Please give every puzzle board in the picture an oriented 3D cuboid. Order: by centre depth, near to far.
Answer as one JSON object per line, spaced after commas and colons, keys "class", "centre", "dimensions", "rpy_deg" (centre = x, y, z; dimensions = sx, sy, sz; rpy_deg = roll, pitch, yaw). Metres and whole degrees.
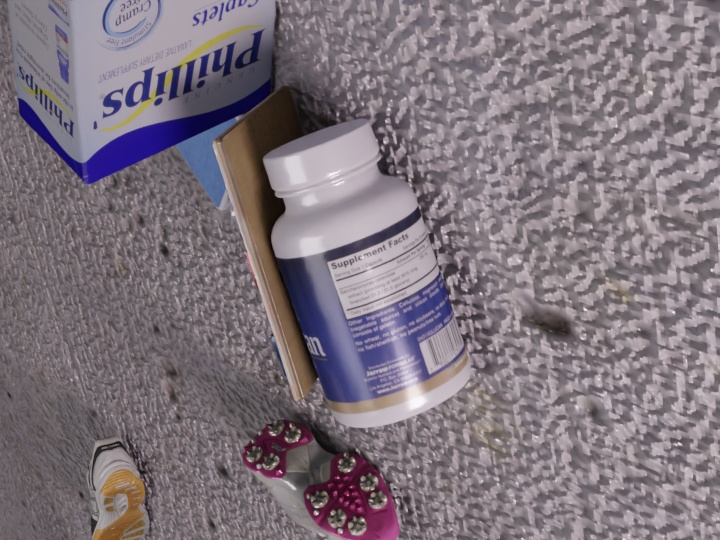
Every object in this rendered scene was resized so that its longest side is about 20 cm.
{"class": "puzzle board", "centre": [-0.055, -0.024, 1.038], "dimensions": [0.017, 0.151, 0.203], "rpy_deg": [-10, 108, 20]}

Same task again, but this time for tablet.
{"class": "tablet", "centre": [-0.160, -0.163, 1.214], "dimensions": [0.201, 0.014, 0.130], "rpy_deg": [56, 150, 16]}

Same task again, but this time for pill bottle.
{"class": "pill bottle", "centre": [0.000, 0.000, 0.986], "dimensions": [0.111, 0.110, 0.203], "rpy_deg": [0, 112, 58]}

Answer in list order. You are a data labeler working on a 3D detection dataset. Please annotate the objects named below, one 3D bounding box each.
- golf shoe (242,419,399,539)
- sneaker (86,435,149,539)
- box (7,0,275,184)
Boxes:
{"class": "golf shoe", "centre": [-0.026, 0.209, 1.244], "dimensions": [0.199, 0.075, 0.092], "rpy_deg": [31, 152, 47]}
{"class": "sneaker", "centre": [-0.317, 0.289, 1.771], "dimensions": [0.201, 0.075, 0.088], "rpy_deg": [108, 144, -47]}
{"class": "box", "centre": [-0.159, -0.198, 1.016], "dimensions": [0.105, 0.183, 0.202], "rpy_deg": [42, 144, 29]}
